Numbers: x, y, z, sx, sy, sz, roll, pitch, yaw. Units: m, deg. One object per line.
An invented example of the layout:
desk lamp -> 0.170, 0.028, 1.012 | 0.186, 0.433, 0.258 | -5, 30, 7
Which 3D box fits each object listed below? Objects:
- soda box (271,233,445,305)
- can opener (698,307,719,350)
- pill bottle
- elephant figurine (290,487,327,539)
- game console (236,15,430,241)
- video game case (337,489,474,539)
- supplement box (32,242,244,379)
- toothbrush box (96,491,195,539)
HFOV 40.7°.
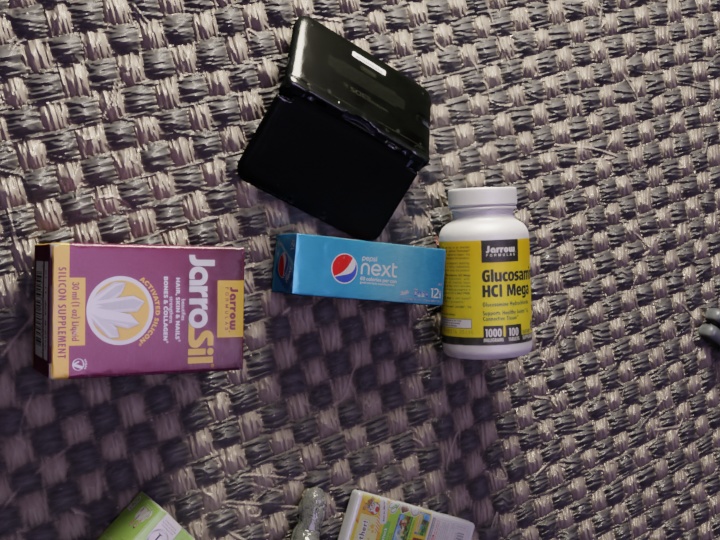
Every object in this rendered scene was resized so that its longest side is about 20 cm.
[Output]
soda box -> 0.000, 0.000, 1.131 | 0.197, 0.064, 0.069 | 5, 88, -28
can opener -> 0.590, 0.119, 1.453 | 0.199, 0.066, 0.053 | 31, 78, -20
pill bottle -> 0.152, 0.002, 1.184 | 0.111, 0.112, 0.204 | -4, 93, -28
elephant figurine -> -0.047, 0.373, 1.070 | 0.155, 0.141, 0.200 | 45, 75, -15
game console -> -0.027, -0.165, 1.139 | 0.198, 0.116, 0.178 | 26, 49, -27
video game case -> 0.039, 0.387, 1.185 | 0.180, 0.023, 0.203 | 21, 82, -27
supplement box -> -0.226, 0.039, 0.989 | 0.197, 0.103, 0.133 | -1, 91, -28
toothbrush box -> -0.237, 0.359, 1.000 | 0.200, 0.086, 0.146 | -49, 112, -19
